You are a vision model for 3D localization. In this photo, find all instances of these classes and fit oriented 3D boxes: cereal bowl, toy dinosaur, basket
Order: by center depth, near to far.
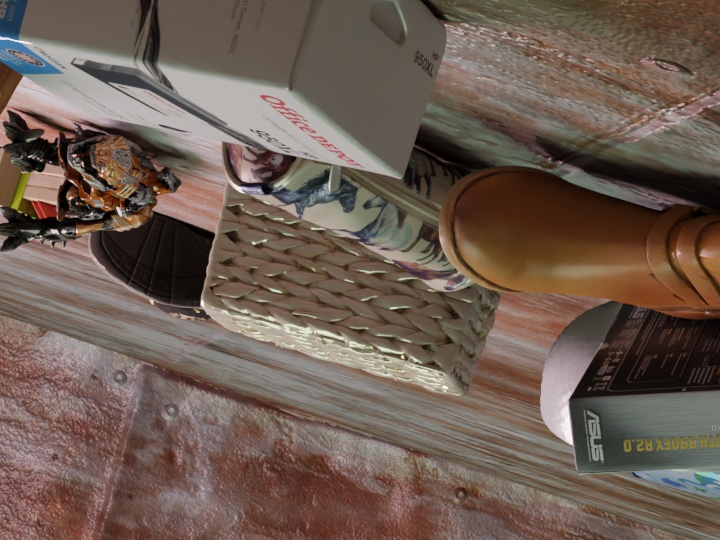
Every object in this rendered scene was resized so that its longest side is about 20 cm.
[{"bbox_3d":[0.220,0.060,1.668,0.198,0.084,0.200,0,-162,0],"label":"cereal bowl"},{"bbox_3d":[0.000,0.000,1.704,0.199,0.124,0.136,15,172,10],"label":"basket"},{"bbox_3d":[-0.199,-0.057,1.877,0.135,0.103,0.200,0,148,5],"label":"toy dinosaur"}]

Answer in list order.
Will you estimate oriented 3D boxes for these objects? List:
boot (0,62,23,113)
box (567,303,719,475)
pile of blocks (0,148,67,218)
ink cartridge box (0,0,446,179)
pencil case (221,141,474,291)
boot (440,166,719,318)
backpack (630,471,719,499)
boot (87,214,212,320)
[{"bbox_3d":[-0.248,-0.114,1.356,0.073,0.156,0.199,22,170,-35],"label":"boot"},{"bbox_3d":[0.219,0.062,1.481,0.157,0.049,0.200,-4,-165,16],"label":"box"},{"bbox_3d":[-0.309,-0.068,2.100,0.199,0.063,0.082,15,171,18],"label":"pile of blocks"},{"bbox_3d":[-0.078,-0.119,1.223,0.199,0.085,0.144,12,171,27],"label":"ink cartridge box"},{"bbox_3d":[0.006,-0.051,1.515,0.199,0.078,0.089,26,-172,-42],"label":"pencil case"},{"bbox_3d":[0.159,-0.015,1.429,0.199,0.074,0.154,9,179,-34],"label":"boot"},{"bbox_3d":[0.291,0.114,1.878,0.199,0.154,0.163,29,-179,12],"label":"backpack"},{"bbox_3d":[-0.168,0.001,2.244,0.199,0.074,0.150,15,173,-22],"label":"boot"}]
